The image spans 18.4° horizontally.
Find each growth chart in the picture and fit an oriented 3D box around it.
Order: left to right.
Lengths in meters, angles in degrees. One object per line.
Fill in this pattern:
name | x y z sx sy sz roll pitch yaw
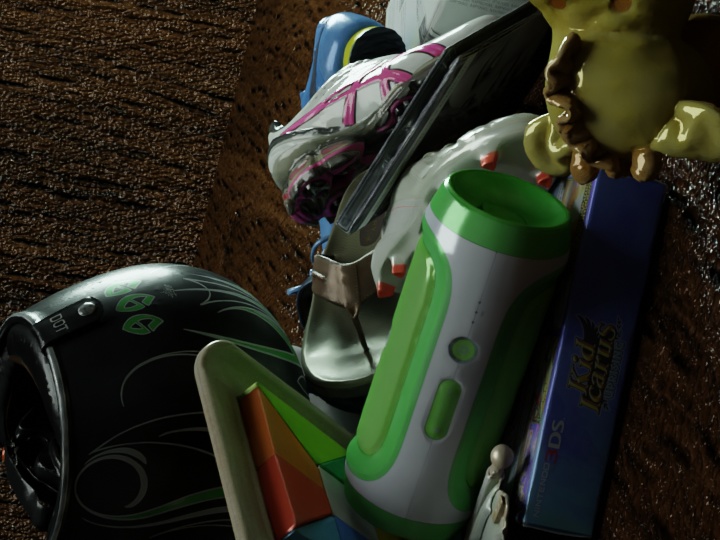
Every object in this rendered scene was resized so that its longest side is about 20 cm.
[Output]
growth chart | 0.076 0.215 1.205 0.145 0.018 0.200 105 161 -53

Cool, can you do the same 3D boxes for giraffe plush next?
giraffe plush | 0.139 -0.130 1.113 0.173 0.200 0.163 -161 55 -76

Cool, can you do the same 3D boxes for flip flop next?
flip flop | 0.000 0.000 1.432 0.058 0.081 0.200 60 -150 -43

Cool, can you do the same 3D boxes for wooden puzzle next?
wooden puzzle | -0.013 0.146 1.271 0.037 0.185 0.200 -37 35 19

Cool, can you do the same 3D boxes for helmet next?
helmet | -0.123 0.094 1.396 0.200 0.190 0.201 15 108 61

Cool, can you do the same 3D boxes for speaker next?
speaker | 0.053 0.048 1.239 0.088 0.088 0.200 -100 25 -64

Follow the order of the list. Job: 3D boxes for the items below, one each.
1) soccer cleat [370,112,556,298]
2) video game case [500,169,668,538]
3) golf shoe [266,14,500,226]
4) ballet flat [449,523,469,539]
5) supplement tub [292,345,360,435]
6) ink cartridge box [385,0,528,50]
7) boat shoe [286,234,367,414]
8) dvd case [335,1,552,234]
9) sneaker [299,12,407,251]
soccer cleat | 0.058 -0.050 1.321 0.200 0.069 0.078 132 149 -54
video game case | 0.110 0.045 1.288 0.181 0.045 0.200 -179 102 -80
golf shoe | 0.016 -0.121 1.521 0.200 0.073 0.092 -34 53 14
ballet flat | 0.042 0.218 1.434 0.072 0.072 0.200 -98 26 -63
supplement tub | -0.044 0.126 1.592 0.200 0.132 0.132 31 -109 -75
ink cartridge box | 0.082 -0.205 1.631 0.200 0.085 0.146 112 165 -49
boat shoe | -0.010 0.016 1.508 0.200 0.068 0.084 -95 19 -60
dvd case | 0.072 -0.109 1.406 0.200 0.016 0.149 -33 -19 -52
sneaker | -0.008 -0.089 1.626 0.078 0.066 0.201 21 114 51
